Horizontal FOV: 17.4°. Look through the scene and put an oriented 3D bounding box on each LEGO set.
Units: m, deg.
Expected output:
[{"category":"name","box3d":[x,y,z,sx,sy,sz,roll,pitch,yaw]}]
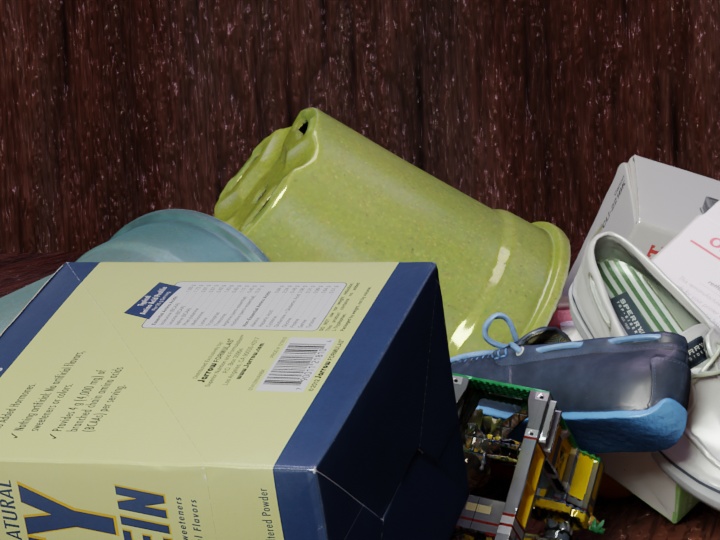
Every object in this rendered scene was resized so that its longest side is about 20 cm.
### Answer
[{"category":"LEGO set","box3d":[0.035,0.130,1.320,0.199,0.116,0.154,13,-21,13]}]

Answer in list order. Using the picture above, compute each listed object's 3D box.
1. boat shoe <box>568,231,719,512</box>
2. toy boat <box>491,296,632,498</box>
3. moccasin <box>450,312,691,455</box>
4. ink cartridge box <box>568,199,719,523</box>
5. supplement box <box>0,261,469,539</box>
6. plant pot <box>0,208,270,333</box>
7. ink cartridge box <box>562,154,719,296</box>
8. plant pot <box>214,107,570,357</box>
[{"category":"boat shoe","box3d":[0.184,0.061,1.365,0.073,0.067,0.200,-31,58,-18]},{"category":"toy boat","box3d":[0.160,0.097,1.532,0.199,0.131,0.131,-2,34,2]},{"category":"moccasin","box3d":[0.113,0.068,1.368,0.199,0.068,0.080,1,-26,39]},{"category":"ink cartridge box","box3d":[0.217,0.046,1.457,0.117,0.067,0.200,37,64,28]},{"category":"supplement box","box3d":[-0.075,0.097,1.098,0.199,0.135,0.200,0,26,19]},{"category":"plant pot","box3d":[-0.161,0.081,1.398,0.200,0.201,0.196,2,14,40]},{"category":"ink cartridge box","box3d":[0.250,0.024,1.611,0.199,0.145,0.084,17,35,-8]},{"category":"plant pot","box3d":[0.000,0.000,1.505,0.184,0.201,0.200,37,-6,-15]}]
